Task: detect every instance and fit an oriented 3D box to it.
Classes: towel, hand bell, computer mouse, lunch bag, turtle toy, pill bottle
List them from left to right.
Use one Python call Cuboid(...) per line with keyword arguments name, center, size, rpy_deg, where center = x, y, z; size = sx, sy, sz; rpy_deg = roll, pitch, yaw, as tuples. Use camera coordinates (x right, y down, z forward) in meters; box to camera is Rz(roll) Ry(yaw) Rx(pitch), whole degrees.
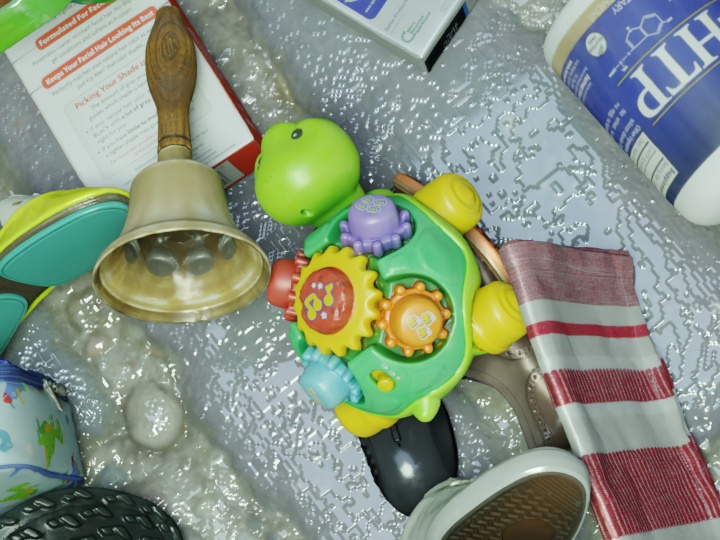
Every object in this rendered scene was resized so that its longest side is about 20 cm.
Cuboid(name="lunch bag", center=(-0.279, 0.115, 1.245), size=(0.200, 0.161, 0.083), rpy_deg=(-15, 77, 8))
Cuboid(name="hand bell", center=(-0.112, -0.080, 1.226), size=(0.104, 0.104, 0.200), rpy_deg=(-11, 58, 8))
Cuboid(name="turtle toy", center=(0.000, 0.000, 1.200), size=(0.146, 0.101, 0.200), rpy_deg=(-37, 65, 32))
Cuboid(name="computer mouse", center=(0.009, 0.059, 1.269), size=(0.059, 0.034, 0.200), rpy_deg=(-24, 75, 6))
Cuboid(name="towel", center=(0.152, 0.077, 1.186), size=(0.023, 0.144, 0.200), rpy_deg=(-27, 75, 30))
Cuboid(name="pill bottle", center=(0.216, -0.098, 1.218), size=(0.120, 0.120, 0.200), rpy_deg=(-40, 75, 1))

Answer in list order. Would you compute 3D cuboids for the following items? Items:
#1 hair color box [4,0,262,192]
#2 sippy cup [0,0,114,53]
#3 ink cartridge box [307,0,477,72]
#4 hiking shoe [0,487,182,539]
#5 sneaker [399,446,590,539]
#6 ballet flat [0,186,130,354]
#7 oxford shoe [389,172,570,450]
Cuboid(name="hair color box", center=(-0.156, -0.129, 1.321), size=(0.111, 0.064, 0.200), rpy_deg=(-33, 77, 4))
Cuboid(name="sippy cup", center=(-0.229, -0.213, 1.259), size=(0.130, 0.178, 0.140), rpy_deg=(-18, 104, 19))
Cuboid(name="ink cartridge box", center=(-0.012, -0.222, 1.325), size=(0.200, 0.039, 0.100), rpy_deg=(34, 87, 13))
Cuboid(name="hiking shoe", center=(-0.212, 0.183, 1.266), size=(0.200, 0.087, 0.075), rpy_deg=(-8, 76, -15))
Cuboid(name="sneaker", center=(0.066, 0.139, 1.172), size=(0.073, 0.200, 0.085), rpy_deg=(19, 49, -18))
Cuboid(name="ballet flat", center=(-0.220, -0.007, 1.282), size=(0.200, 0.067, 0.067), rpy_deg=(-43, 54, 29))
Cuboid(name="oxford shoe", center=(0.071, 0.026, 1.247), size=(0.073, 0.071, 0.200), rpy_deg=(-40, 76, 5))
